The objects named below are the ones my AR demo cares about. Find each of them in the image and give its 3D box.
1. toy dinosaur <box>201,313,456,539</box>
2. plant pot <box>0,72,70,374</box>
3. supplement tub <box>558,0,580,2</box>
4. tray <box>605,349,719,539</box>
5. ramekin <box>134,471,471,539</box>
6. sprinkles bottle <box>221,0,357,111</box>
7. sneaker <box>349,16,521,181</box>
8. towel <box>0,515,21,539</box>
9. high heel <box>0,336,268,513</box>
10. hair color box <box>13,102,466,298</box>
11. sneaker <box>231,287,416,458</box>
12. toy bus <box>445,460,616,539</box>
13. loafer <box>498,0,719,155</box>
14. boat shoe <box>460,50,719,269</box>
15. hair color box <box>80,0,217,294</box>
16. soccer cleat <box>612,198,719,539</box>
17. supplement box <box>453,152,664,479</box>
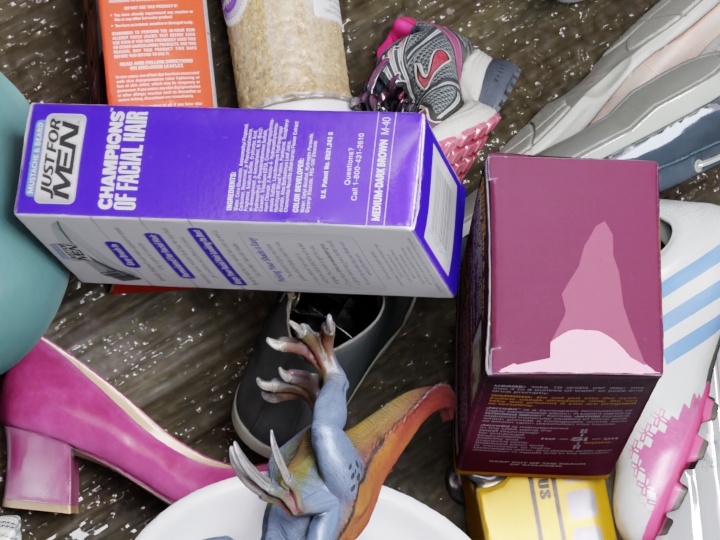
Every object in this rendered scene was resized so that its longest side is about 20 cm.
[{"bbox_3d":[-0.018,0.118,1.347,0.199,0.105,0.183,6,60,-22],"label":"toy dinosaur"},{"bbox_3d":[-0.263,-0.008,1.398,0.199,0.161,0.202,5,108,17],"label":"plant pot"},{"bbox_3d":[0.113,-0.264,1.604,0.122,0.123,0.201,-27,82,-16],"label":"supplement tub"},{"bbox_3d":[0.167,0.106,1.573,0.107,0.022,0.201,-2,76,-12],"label":"tray"},{"bbox_3d":[-0.028,0.202,1.385,0.199,0.098,0.201,7,42,-6],"label":"ramekin"},{"bbox_3d":[-0.045,-0.153,1.574,0.068,0.068,0.201,-6,77,-12],"label":"sprinkles bottle"},{"bbox_3d":[0.029,-0.078,1.520,0.074,0.200,0.081,32,110,-3],"label":"sneaker"},{"bbox_3d":[-0.268,0.221,1.428,0.191,0.035,0.201,0,76,6],"label":"towel"},{"bbox_3d":[-0.092,0.085,1.506,0.198,0.067,0.097,4,85,4],"label":"high heel"},{"bbox_3d":[-0.056,-0.034,1.384,0.199,0.109,0.065,1,72,13],"label":"hair color box"},{"bbox_3d":[0.000,0.000,1.504,0.074,0.106,0.201,24,53,-2],"label":"sneaker"},{"bbox_3d":[0.094,0.140,1.522,0.078,0.065,0.201,-8,75,-7],"label":"toy bus"},{"bbox_3d":[0.161,-0.098,1.606,0.200,0.072,0.063,-41,103,-11],"label":"loafer"},{"bbox_3d":[0.127,-0.045,1.531,0.199,0.075,0.062,-32,106,-3],"label":"boat shoe"},{"bbox_3d":[-0.113,-0.097,1.530,0.061,0.102,0.201,-3,76,-10],"label":"hair color box"},{"bbox_3d":[0.157,0.052,1.544,0.086,0.070,0.201,19,68,5],"label":"soccer cleat"},{"bbox_3d":[0.095,0.027,1.416,0.085,0.200,0.111,2,72,-2],"label":"supplement box"}]
